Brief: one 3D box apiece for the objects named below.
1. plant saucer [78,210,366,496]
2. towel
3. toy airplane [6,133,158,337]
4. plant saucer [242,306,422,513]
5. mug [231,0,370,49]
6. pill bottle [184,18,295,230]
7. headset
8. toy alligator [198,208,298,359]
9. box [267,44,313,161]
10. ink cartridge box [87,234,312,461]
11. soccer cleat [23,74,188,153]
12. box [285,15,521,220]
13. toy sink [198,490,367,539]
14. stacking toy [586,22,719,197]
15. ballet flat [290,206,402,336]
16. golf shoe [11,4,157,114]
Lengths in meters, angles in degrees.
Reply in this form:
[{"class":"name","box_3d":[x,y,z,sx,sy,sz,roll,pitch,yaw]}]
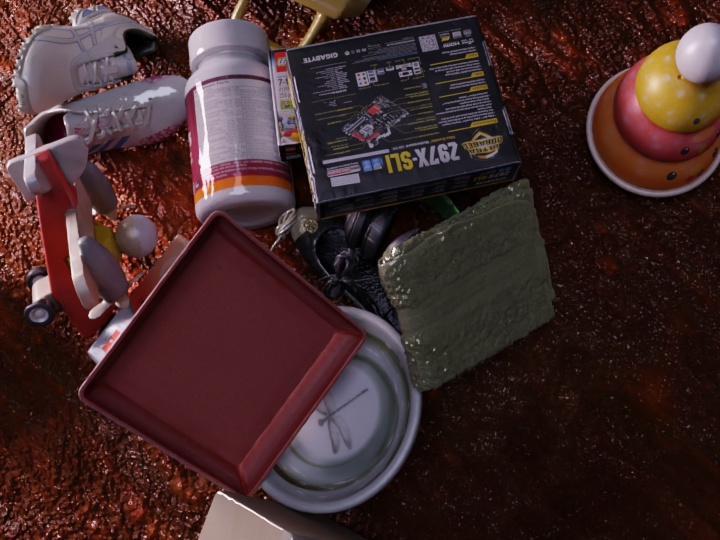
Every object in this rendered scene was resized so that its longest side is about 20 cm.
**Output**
[{"class":"plant saucer","box_3d":[-0.122,0.080,0.715,0.199,0.037,0.201,40,85,-27]},{"class":"towel","box_3d":[0.109,0.014,0.738,0.198,0.036,0.151,-28,110,-29]},{"class":"toy airplane","box_3d":[-0.278,-0.045,0.791,0.138,0.199,0.205,-4,79,-18]},{"class":"plant saucer","box_3d":[-0.027,0.139,0.771,0.196,0.050,0.205,-9,65,20]},{"class":"mug","box_3d":[-0.054,-0.350,0.862,0.151,0.187,0.152,26,53,-16]},{"class":"pill bottle","box_3d":[-0.133,-0.155,0.834,0.107,0.110,0.205,-9,77,5]},{"class":"headset","box_3d":[0.035,-0.033,0.764,0.123,0.095,0.199,41,53,16]},{"class":"toy alligator","box_3d":[-0.112,0.032,0.764,0.054,0.059,0.201,43,83,-30]},{"class":"box","box_3d":[0.007,-0.180,0.791,0.195,0.035,0.113,-8,72,-4]},{"class":"ink cartridge box","box_3d":[-0.169,0.082,0.796,0.199,0.050,0.163,35,84,30]},{"class":"soccer cleat","box_3d":[-0.279,-0.165,0.862,0.195,0.086,0.071,-15,103,7]},{"class":"box","box_3d":[0.037,-0.147,0.737,0.195,0.049,0.163,-12,75,-6]},{"class":"toy sink","box_3d":[-0.060,0.295,0.712,0.110,0.199,0.133,13,79,40]},{"class":"stacking toy","box_3d":[0.300,-0.167,0.735,0.142,0.200,0.150,-2,77,7]},{"class":"ballet flat","box_3d":[0.000,0.000,0.810,0.200,0.057,0.067,43,85,14]},{"class":"golf shoe","box_3d":[-0.297,-0.232,0.847,0.095,0.079,0.202,14,43,10]}]
